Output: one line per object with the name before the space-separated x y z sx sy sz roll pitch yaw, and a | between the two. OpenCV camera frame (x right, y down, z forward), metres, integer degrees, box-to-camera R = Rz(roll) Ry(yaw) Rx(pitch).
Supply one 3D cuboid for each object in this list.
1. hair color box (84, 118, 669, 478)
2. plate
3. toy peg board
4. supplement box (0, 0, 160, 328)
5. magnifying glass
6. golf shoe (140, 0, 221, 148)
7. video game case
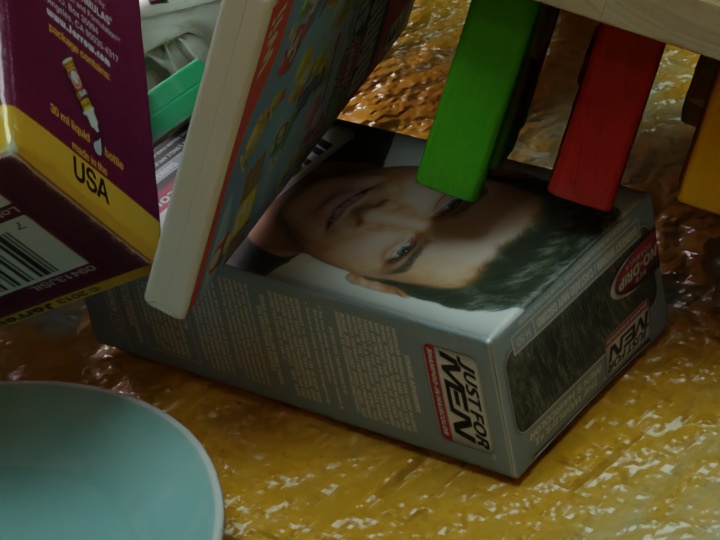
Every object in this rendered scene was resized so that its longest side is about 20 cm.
hair color box | 0.000 0.000 0.950 0.199 0.061 0.099 16 42 36
plate | -0.139 0.105 0.870 0.199 0.026 0.201 -10 33 6
toy peg board | 0.115 -0.074 0.935 0.198 0.098 0.200 19 22 3
supplement box | -0.154 -0.085 0.925 0.130 0.103 0.201 -20 59 19
magnifying glass | -0.136 -0.015 0.987 0.199 0.022 0.080 -34 6 7
golf shoe | -0.079 -0.077 1.051 0.199 0.073 0.092 -24 24 42
video game case | -0.011 -0.091 0.913 0.017 0.144 0.200 26 43 8
